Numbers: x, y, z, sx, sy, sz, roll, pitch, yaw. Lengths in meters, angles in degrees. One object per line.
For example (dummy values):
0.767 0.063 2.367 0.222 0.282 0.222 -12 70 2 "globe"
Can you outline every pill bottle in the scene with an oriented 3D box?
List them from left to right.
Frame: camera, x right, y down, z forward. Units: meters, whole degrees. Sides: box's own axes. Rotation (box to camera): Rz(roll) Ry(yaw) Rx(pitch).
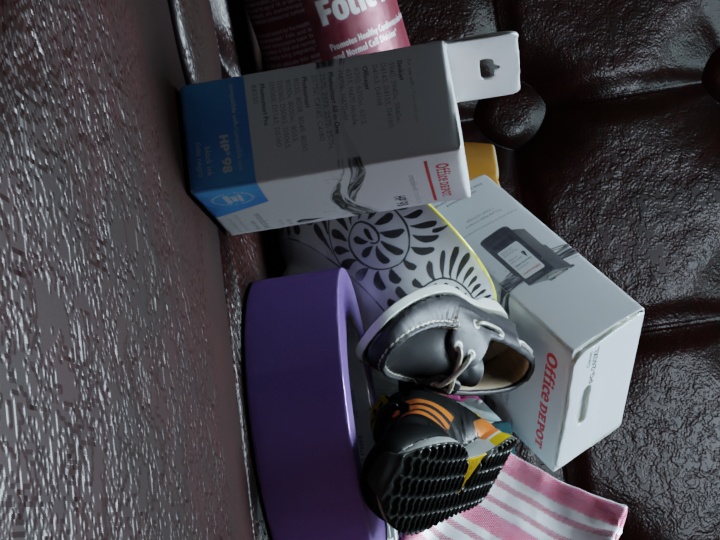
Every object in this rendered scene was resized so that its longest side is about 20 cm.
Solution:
-0.033 -0.215 1.128 0.114 0.113 0.202 -82 154 -72 "pill bottle"

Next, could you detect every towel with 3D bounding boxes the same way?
0.096 0.207 1.040 0.201 0.145 0.030 -55 167 -45 "towel"

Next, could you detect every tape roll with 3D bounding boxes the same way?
-0.028 0.103 1.017 0.200 0.065 0.203 -8 90 -86 "tape roll"

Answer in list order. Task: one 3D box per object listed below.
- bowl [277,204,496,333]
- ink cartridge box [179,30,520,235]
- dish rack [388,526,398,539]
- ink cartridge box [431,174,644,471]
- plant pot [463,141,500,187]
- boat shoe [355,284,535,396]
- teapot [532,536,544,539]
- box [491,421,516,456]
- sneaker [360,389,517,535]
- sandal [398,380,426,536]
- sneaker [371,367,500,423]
0.000 0.000 1.148 0.200 0.094 0.201 39 -14 11 "bowl"
0.002 -0.079 0.889 0.116 0.197 0.068 56 25 -77 "ink cartridge box"
0.006 0.232 1.304 0.200 0.043 0.174 53 28 -79 "dish rack"
0.132 0.042 1.226 0.200 0.083 0.146 44 -31 34 "ink cartridge box"
0.044 -0.043 1.386 0.200 0.181 0.203 -9 90 -85 "plant pot"
0.066 0.059 1.059 0.060 0.074 0.199 50 17 23 "boat shoe"
0.119 0.274 1.157 0.147 0.196 0.200 -61 164 -3 "teapot"
0.078 0.174 1.300 0.200 0.081 0.050 115 -33 -75 "box"
0.032 0.120 1.000 0.071 0.090 0.200 -61 156 10 "sneaker"
0.026 0.137 1.172 0.076 0.047 0.202 -100 -173 -49 "sandal"
0.042 0.107 1.329 0.089 0.198 0.082 -54 -159 32 "sneaker"
